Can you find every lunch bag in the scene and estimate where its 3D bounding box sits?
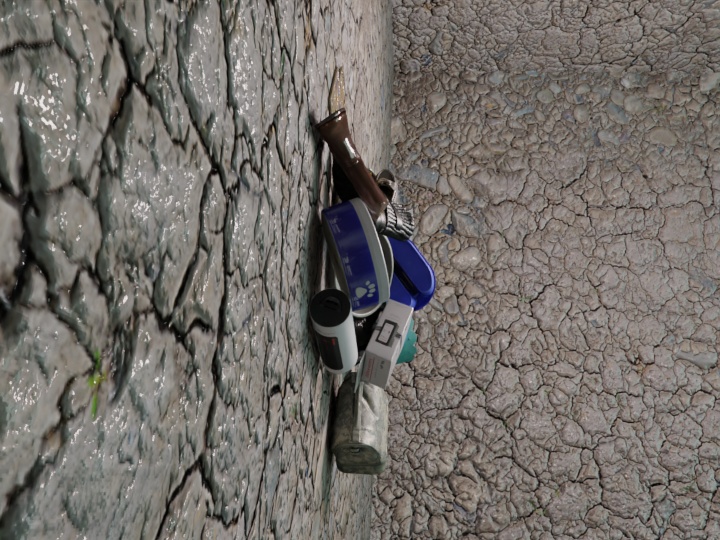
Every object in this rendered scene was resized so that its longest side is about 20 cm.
[{"bbox_3d":[-0.001,0.362,1.493,0.170,0.135,0.204,86,7,-52],"label":"lunch bag"}]

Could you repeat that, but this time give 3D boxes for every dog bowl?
[{"bbox_3d":[-0.012,-0.029,1.187,0.200,0.077,0.206,163,-89,-82],"label":"dog bowl"}]

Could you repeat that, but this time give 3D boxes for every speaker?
[{"bbox_3d":[-0.049,0.119,1.195,0.202,0.078,0.083,85,9,-57],"label":"speaker"}]

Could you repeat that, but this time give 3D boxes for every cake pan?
[{"bbox_3d":[0.000,0.000,1.396,0.197,0.036,0.207,-11,104,-47],"label":"cake pan"}]

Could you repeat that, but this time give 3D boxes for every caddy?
[{"bbox_3d":[0.098,0.005,1.528,0.202,0.140,0.105,53,3,6],"label":"caddy"}]

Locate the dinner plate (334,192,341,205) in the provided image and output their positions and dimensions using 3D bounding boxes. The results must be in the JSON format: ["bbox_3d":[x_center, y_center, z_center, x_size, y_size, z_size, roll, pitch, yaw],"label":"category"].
[{"bbox_3d":[-0.044,-0.126,1.464,0.200,0.023,0.207,2,90,-84],"label":"dinner plate"}]

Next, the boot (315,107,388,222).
[{"bbox_3d":[-0.006,-0.189,1.156,0.204,0.063,0.186,62,5,-1],"label":"boot"}]

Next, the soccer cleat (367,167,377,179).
[{"bbox_3d":[0.044,-0.179,1.574,0.079,0.068,0.202,72,-4,-46],"label":"soccer cleat"}]

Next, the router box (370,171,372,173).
[{"bbox_3d":[-0.004,-0.130,1.488,0.149,0.049,0.207,-66,159,-77],"label":"router box"}]

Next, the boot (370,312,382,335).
[{"bbox_3d":[0.028,0.103,1.564,0.073,0.159,0.204,-28,-132,54],"label":"boot"}]

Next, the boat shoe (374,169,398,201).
[{"bbox_3d":[0.057,-0.173,1.500,0.058,0.065,0.205,93,5,-59],"label":"boat shoe"}]

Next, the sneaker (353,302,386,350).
[{"bbox_3d":[-0.001,0.137,1.446,0.196,0.060,0.107,-13,79,-43],"label":"sneaker"}]

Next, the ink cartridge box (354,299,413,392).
[{"bbox_3d":[0.053,0.182,1.420,0.118,0.066,0.202,97,17,-48],"label":"ink cartridge box"}]

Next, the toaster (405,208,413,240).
[{"bbox_3d":[0.047,-0.075,1.672,0.119,0.175,0.207,-19,112,-78],"label":"toaster"}]

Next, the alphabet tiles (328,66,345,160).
[{"bbox_3d":[-0.050,-0.360,1.395,0.170,0.007,0.204,86,7,-45],"label":"alphabet tiles"}]

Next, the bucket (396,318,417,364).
[{"bbox_3d":[0.060,0.178,1.765,0.207,0.131,0.214,165,-90,-71],"label":"bucket"}]

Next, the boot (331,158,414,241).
[{"bbox_3d":[0.027,-0.161,1.360,0.156,0.079,0.216,0,65,-52],"label":"boot"}]

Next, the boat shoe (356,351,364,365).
[{"bbox_3d":[-0.016,0.210,1.644,0.201,0.069,0.067,94,-5,-73],"label":"boat shoe"}]
